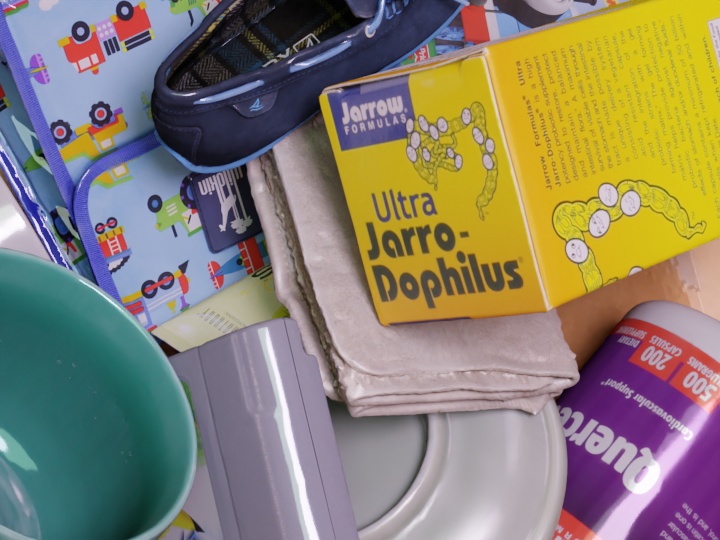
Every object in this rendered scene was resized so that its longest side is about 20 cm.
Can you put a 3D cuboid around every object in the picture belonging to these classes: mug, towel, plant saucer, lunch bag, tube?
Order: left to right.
[{"bbox_3d":[-0.169,0.071,0.815,0.152,0.114,0.185,3,51,-42],"label":"mug"},{"bbox_3d":[-0.093,-0.062,0.933,0.151,0.094,0.200,-30,103,-27],"label":"lunch bag"},{"bbox_3d":[-0.005,0.093,0.886,0.200,0.050,0.200,-12,54,16],"label":"plant saucer"},{"bbox_3d":[0.000,0.000,0.923,0.200,0.058,0.052,-30,90,-28],"label":"tube"},{"bbox_3d":[0.018,-0.022,0.883,0.133,0.034,0.200,1,58,-30],"label":"towel"}]

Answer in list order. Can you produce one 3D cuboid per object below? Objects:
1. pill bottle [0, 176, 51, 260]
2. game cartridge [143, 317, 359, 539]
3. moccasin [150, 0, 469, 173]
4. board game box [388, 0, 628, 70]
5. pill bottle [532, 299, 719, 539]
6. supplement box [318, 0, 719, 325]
[{"bbox_3d":[-0.247,0.026,0.898,0.200,0.109,0.109,-31,84,-11],"label":"pill bottle"},{"bbox_3d":[-0.084,0.110,0.864,0.040,0.200,0.133,-10,80,-45],"label":"game cartridge"},{"bbox_3d":[-0.008,-0.120,0.840,0.080,0.068,0.200,39,77,19],"label":"moccasin"},{"bbox_3d":[0.086,-0.155,0.953,0.200,0.037,0.151,2,70,-32],"label":"board game box"},{"bbox_3d":[0.122,0.119,0.914,0.112,0.112,0.200,40,78,2],"label":"pill bottle"},{"bbox_3d":[0.100,-0.057,0.835,0.200,0.109,0.110,-20,98,-38],"label":"supplement box"}]
